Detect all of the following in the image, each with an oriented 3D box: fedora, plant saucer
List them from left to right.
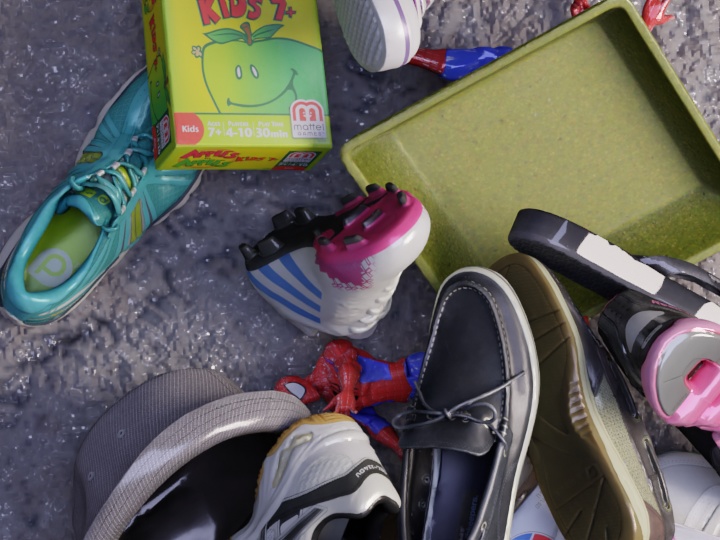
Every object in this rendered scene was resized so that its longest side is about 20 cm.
[{"bbox_3d":[-0.117,0.137,1.646,0.090,0.177,0.200,45,117,36],"label":"fedora"},{"bbox_3d":[0.117,-0.063,1.663,0.200,0.048,0.200,-28,123,14],"label":"plant saucer"}]

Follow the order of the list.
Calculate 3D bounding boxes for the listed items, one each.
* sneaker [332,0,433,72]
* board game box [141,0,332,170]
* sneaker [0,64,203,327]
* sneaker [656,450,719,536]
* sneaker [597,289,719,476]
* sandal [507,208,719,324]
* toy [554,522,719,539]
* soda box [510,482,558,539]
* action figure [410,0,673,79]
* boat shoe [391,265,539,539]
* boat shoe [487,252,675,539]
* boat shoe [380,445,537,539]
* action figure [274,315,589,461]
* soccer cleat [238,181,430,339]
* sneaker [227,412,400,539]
[{"bbox_3d":[0.035,-0.190,1.646,0.114,0.201,0.073,-9,123,-7],"label":"sneaker"},{"bbox_3d":[-0.082,-0.163,1.669,0.101,0.048,0.200,-1,74,-20],"label":"board game box"},{"bbox_3d":[-0.153,-0.046,1.673,0.077,0.080,0.200,35,84,-3],"label":"sneaker"},{"bbox_3d":[0.259,0.177,1.701,0.200,0.081,0.077,31,87,-2],"label":"sneaker"},{"bbox_3d":[0.209,0.072,1.642,0.079,0.095,0.200,-50,135,-5],"label":"sneaker"},{"bbox_3d":[0.185,0.006,1.651,0.200,0.076,0.043,29,77,-21],"label":"sandal"},{"bbox_3d":[0.208,0.216,1.655,0.200,0.047,0.115,18,96,7],"label":"toy"},{"bbox_3d":[0.081,0.206,1.688,0.064,0.068,0.200,41,84,-5],"label":"soda box"},{"bbox_3d":[0.119,-0.150,1.703,0.200,0.065,0.099,18,95,-4],"label":"action figure"},{"bbox_3d":[0.060,0.096,1.592,0.075,0.062,0.200,3,83,30],"label":"boat shoe"},{"bbox_3d":[0.131,0.084,1.626,0.072,0.066,0.201,-35,67,33],"label":"boat shoe"},{"bbox_3d":[0.033,0.172,1.673,0.200,0.065,0.071,-40,63,21],"label":"boat shoe"},{"bbox_3d":[0.047,0.080,1.673,0.200,0.099,0.065,-5,125,1],"label":"action figure"},{"bbox_3d":[0.000,0.000,1.634,0.070,0.200,0.086,-42,105,-22],"label":"soccer cleat"},{"bbox_3d":[-0.038,0.185,1.615,0.076,0.088,0.200,-5,129,-37],"label":"sneaker"}]
